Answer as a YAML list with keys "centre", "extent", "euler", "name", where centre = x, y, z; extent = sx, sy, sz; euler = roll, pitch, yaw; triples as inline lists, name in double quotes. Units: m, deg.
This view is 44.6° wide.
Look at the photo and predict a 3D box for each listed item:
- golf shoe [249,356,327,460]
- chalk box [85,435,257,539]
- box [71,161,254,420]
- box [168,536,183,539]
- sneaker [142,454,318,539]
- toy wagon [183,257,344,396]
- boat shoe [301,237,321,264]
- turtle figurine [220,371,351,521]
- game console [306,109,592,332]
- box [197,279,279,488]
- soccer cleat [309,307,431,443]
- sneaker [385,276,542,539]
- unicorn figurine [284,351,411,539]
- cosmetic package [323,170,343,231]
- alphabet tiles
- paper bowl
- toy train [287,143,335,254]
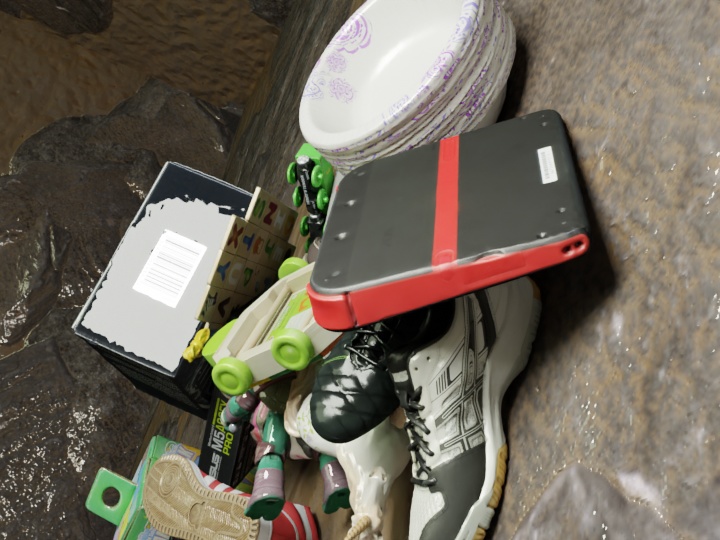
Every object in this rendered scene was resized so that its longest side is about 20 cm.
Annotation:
- centre: [-0.034, 0.098, 0.901]
  extent: [0.091, 0.072, 0.203]
  euler: [11, 72, 42]
  name: "golf shoe"
- centre: [-0.213, 0.286, 1.003]
  extent: [0.126, 0.197, 0.124]
  euler: [-62, 17, 24]
  name: "chalk box"
- centre: [-0.178, 0.030, 0.939]
  extent: [0.197, 0.122, 0.203]
  euler: [83, -149, -68]
  name: "box"
- centre: [-0.148, 0.349, 0.858]
  extent: [0.201, 0.113, 0.134]
  euler: [-99, 32, -64]
  name: "box"
- centre: [-0.123, 0.238, 0.849]
  extent: [0.198, 0.112, 0.072]
  euler: [11, 75, 47]
  name: "sneaker"
- centre: [-0.069, 0.042, 0.740]
  extent: [0.198, 0.040, 0.156]
  euler: [-27, 21, 34]
  name: "toy wagon"
- centre: [0.000, 0.000, 0.830]
  extent: [0.200, 0.071, 0.061]
  euler: [40, 115, 61]
  name: "boat shoe"
- centre: [-0.062, 0.115, 0.790]
  extent: [0.101, 0.147, 0.203]
  euler: [69, -172, -52]
  name: "turtle figurine"
- centre: [0.056, -0.038, 0.577]
  extent: [0.173, 0.031, 0.201]
  euler: [-14, 28, 15]
  name: "game console"
- centre: [-0.107, 0.118, 0.957]
  extent: [0.160, 0.044, 0.204]
  euler: [-42, -30, -63]
  name: "box"
- centre: [0.026, 0.028, 0.612]
  extent: [0.201, 0.067, 0.082]
  euler: [-51, -31, -25]
  name: "soccer cleat"
- centre: [0.048, 0.086, 0.559]
  extent: [0.075, 0.086, 0.204]
  euler: [-26, 47, 66]
  name: "sneaker"
- centre: [0.002, 0.119, 0.663]
  extent: [0.199, 0.073, 0.139]
  euler: [9, 70, 63]
  name: "unicorn figurine"
- centre: [0.028, -0.129, 0.919]
  extent: [0.107, 0.089, 0.203]
  euler: [130, 153, -53]
  name: "cosmetic package"
- centre: [-0.111, 0.008, 0.890]
  extent: [0.200, 0.006, 0.169]
  euler: [30, -100, -77]
  name: "alphabet tiles"
- centre: [0.048, -0.161, 0.774]
  extent: [0.199, 0.104, 0.203]
  euler: [-29, 41, 28]
  name: "paper bowl"
- centre: [-0.040, -0.050, 0.966]
  extent: [0.202, 0.041, 0.057]
  euler: [79, -151, -42]
  name: "toy train"
